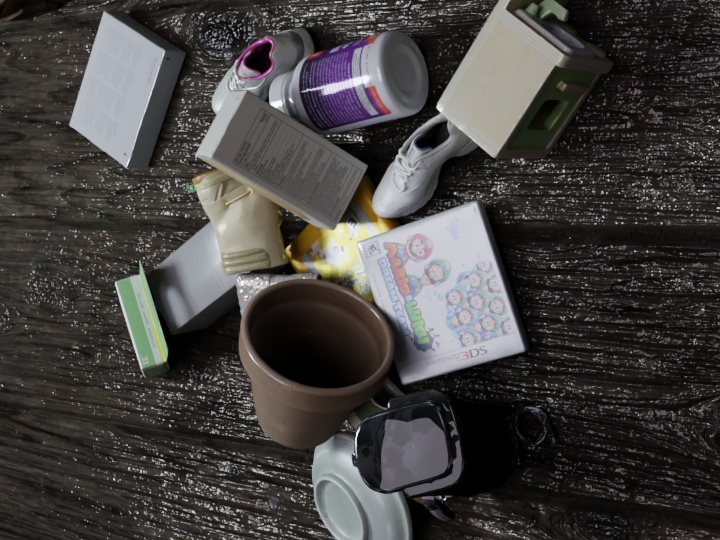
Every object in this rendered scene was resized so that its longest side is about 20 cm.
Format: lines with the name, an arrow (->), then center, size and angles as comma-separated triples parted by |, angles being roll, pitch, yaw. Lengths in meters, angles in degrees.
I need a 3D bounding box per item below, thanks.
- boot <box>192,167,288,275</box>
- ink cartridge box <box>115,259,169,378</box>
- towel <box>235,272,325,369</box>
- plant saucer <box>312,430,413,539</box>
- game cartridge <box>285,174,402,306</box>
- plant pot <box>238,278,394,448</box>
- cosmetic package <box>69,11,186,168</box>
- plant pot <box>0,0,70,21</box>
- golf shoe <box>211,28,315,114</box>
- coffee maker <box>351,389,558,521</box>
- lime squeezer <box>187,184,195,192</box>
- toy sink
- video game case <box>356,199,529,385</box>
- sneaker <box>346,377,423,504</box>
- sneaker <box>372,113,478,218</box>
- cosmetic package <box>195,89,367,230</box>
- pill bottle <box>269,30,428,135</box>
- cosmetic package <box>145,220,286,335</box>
boot -> -0.115, -0.086, 1.643 | 0.073, 0.200, 0.156 | -170, 62, -75
ink cartridge box -> -0.331, 0.077, 1.805 | 0.200, 0.048, 0.146 | 120, 132, -76
towel -> -0.102, 0.096, 1.669 | 0.132, 0.034, 0.200 | 0, 113, 22
plant saucer -> -0.012, 0.318, 1.617 | 0.200, 0.050, 0.201 | 30, 132, 40
game cartridge -> 0.000, 0.000, 1.631 | 0.176, 0.032, 0.200 | -45, 68, 31
plant pot -> -0.071, 0.139, 1.563 | 0.200, 0.200, 0.175 | 43, 138, 25
cosmetic package -> -0.367, -0.282, 1.863 | 0.151, 0.052, 0.200 | 37, 115, 30
plant pot -> -0.550, -0.519, 1.901 | 0.200, 0.200, 0.199 | -24, 89, 36
golf shoe -> -0.156, -0.280, 1.683 | 0.200, 0.091, 0.075 | -33, 77, 36
coffee maker -> 0.111, 0.203, 1.436 | 0.192, 0.200, 0.135 | -40, 68, 11
lime squeezer -> -0.194, -0.142, 1.744 | 0.038, 0.071, 0.200 | 61, 156, -4
toy sink -> 0.207, -0.238, 1.392 | 0.112, 0.130, 0.200 | 44, 117, 25
video game case -> 0.104, 0.031, 1.534 | 0.182, 0.024, 0.200 | -18, 89, 27
sneaker -> 0.055, 0.213, 1.588 | 0.200, 0.067, 0.090 | 48, 125, 26
sneaker -> 0.073, -0.143, 1.527 | 0.075, 0.087, 0.200 | 52, 122, 19
cosmetic package -> -0.103, -0.144, 1.562 | 0.105, 0.200, 0.071 | -61, 25, -6
pill bottle -> -0.020, -0.240, 1.571 | 0.200, 0.111, 0.112 | -9, 89, 36
cosmetic package -> -0.217, 0.003, 1.761 | 0.200, 0.090, 0.107 | -34, 75, 37
